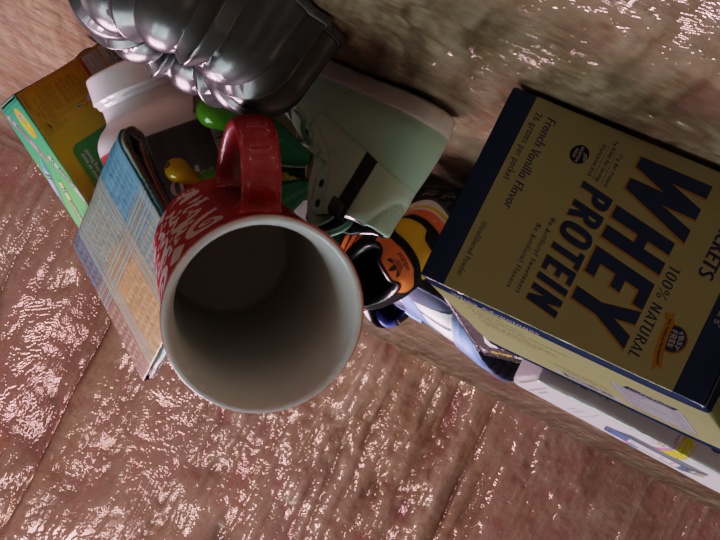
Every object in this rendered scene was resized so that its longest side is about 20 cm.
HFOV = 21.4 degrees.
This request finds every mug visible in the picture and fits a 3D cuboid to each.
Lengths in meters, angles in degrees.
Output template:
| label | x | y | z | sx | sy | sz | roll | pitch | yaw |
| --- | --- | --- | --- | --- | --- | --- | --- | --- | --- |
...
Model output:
| label | x | y | z | sx | sy | sz | roll | pitch | yaw |
| --- | --- | --- | --- | --- | --- | --- | --- | --- | --- |
| mug | -0.071 | -0.012 | 1.321 | 0.133 | 0.178 | 0.200 | 27 | -174 | -16 |

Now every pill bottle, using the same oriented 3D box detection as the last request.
| label | x | y | z | sx | sy | sz | roll | pitch | yaw |
| --- | --- | --- | --- | --- | --- | --- | --- | --- | --- |
| pill bottle | -0.151 | -0.079 | 1.584 | 0.116 | 0.115 | 0.201 | 167 | 83 | -81 |

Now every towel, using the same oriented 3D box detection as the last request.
| label | x | y | z | sx | sy | sz | roll | pitch | yaw |
| --- | --- | --- | --- | --- | --- | --- | --- | --- | --- |
| towel | -0.178 | -0.010 | 1.537 | 0.147 | 0.022 | 0.200 | 61 | 152 | 16 |

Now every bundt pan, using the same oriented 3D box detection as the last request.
| label | x | y | z | sx | sy | sz | roll | pitch | yaw |
| --- | --- | --- | --- | --- | --- | --- | --- | --- | --- |
| bundt pan | -0.115 | -0.168 | 1.292 | 0.201 | 0.076 | 0.202 | 27 | 175 | 3 |

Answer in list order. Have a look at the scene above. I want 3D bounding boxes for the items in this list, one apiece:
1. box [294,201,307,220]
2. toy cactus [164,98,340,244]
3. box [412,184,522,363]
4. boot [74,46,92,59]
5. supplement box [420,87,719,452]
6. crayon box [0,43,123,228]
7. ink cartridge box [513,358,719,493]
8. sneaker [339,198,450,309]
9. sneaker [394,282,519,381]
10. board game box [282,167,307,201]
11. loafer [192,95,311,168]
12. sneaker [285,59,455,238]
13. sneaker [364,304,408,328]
| label | x | y | z | sx | sy | sz | roll | pitch | yaw |
| --- | --- | --- | --- | --- | --- | --- | --- | --- | --- |
| box | -0.148 | -0.048 | 1.794 | 0.199 | 0.107 | 0.152 | 20 | 170 | -1 |
| toy cactus | -0.052 | -0.057 | 1.482 | 0.201 | 0.165 | 0.102 | 63 | 167 | -4 |
| box | 0.135 | 0.011 | 1.533 | 0.200 | 0.049 | 0.160 | 12 | 143 | 53 |
| boot | -0.176 | -0.142 | 1.806 | 0.200 | 0.069 | 0.174 | 34 | 172 | -37 |
| supplement box | 0.174 | 0.007 | 1.224 | 0.199 | 0.135 | 0.200 | 25 | 174 | 21 |
| crayon box | -0.206 | -0.093 | 1.658 | 0.200 | 0.119 | 0.058 | 57 | 156 | -6 |
| ink cartridge box | 0.236 | 0.063 | 1.384 | 0.199 | 0.146 | 0.088 | 28 | 172 | -5 |
| sneaker | 0.000 | 0.000 | 1.545 | 0.070 | 0.090 | 0.200 | 60 | 147 | -2 |
| sneaker | 0.078 | 0.020 | 1.670 | 0.200 | 0.074 | 0.082 | 45 | 159 | -23 |
| board game box | -0.042 | -0.084 | 1.705 | 0.104 | 0.024 | 0.200 | 29 | -170 | 22 |
| loafer | -0.072 | -0.116 | 1.563 | 0.075 | 0.070 | 0.200 | 21 | 171 | 46 |
| sneaker | -0.037 | -0.092 | 1.388 | 0.200 | 0.119 | 0.074 | 24 | 175 | 36 |
| sneaker | 0.011 | -0.001 | 1.840 | 0.115 | 0.080 | 0.199 | 56 | -175 | -1 |
